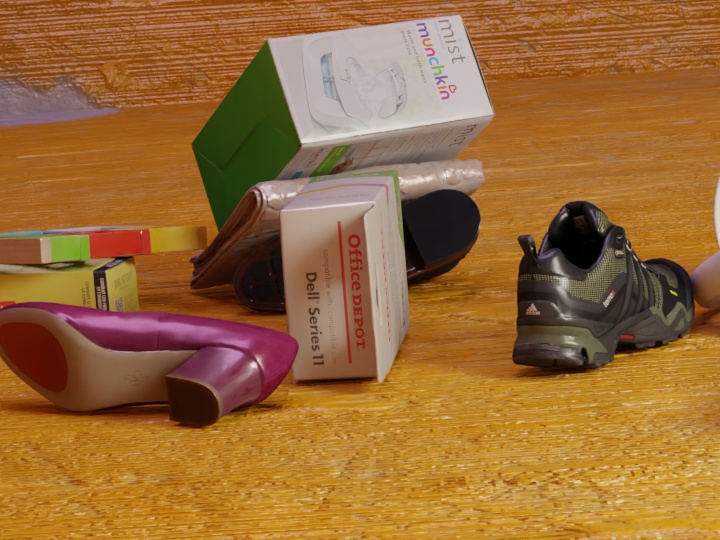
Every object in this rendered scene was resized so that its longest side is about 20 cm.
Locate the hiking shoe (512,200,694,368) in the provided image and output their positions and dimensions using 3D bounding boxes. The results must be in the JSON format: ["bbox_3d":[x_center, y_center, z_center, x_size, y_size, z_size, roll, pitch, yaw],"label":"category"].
[{"bbox_3d":[0.167,0.002,1.406,0.075,0.102,0.199,3,12,32],"label":"hiking shoe"}]

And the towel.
[{"bbox_3d":[-0.024,-0.039,1.707,0.198,0.033,0.191,-9,-15,-26],"label":"towel"}]

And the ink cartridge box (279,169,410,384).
[{"bbox_3d":[-0.011,0.004,1.417,0.067,0.118,0.200,-4,9,7],"label":"ink cartridge box"}]

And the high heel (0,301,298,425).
[{"bbox_3d":[-0.140,0.050,1.351,0.199,0.068,0.096,18,29,27],"label":"high heel"}]

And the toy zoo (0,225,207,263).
[{"bbox_3d":[-0.213,-0.022,1.659,0.130,0.021,0.199,1,5,43],"label":"toy zoo"}]

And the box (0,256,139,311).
[{"bbox_3d":[-0.277,0.020,1.637,0.198,0.051,0.075,-2,10,10],"label":"box"}]

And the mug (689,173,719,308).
[{"bbox_3d":[0.317,-0.029,1.466,0.199,0.149,0.175,-32,-12,24],"label":"mug"}]

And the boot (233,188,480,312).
[{"bbox_3d":[0.000,0.000,1.667,0.198,0.075,0.097,-16,-16,-2],"label":"boot"}]

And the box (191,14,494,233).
[{"bbox_3d":[-0.016,-0.111,1.699,0.175,0.097,0.200,-12,-16,-26],"label":"box"}]
